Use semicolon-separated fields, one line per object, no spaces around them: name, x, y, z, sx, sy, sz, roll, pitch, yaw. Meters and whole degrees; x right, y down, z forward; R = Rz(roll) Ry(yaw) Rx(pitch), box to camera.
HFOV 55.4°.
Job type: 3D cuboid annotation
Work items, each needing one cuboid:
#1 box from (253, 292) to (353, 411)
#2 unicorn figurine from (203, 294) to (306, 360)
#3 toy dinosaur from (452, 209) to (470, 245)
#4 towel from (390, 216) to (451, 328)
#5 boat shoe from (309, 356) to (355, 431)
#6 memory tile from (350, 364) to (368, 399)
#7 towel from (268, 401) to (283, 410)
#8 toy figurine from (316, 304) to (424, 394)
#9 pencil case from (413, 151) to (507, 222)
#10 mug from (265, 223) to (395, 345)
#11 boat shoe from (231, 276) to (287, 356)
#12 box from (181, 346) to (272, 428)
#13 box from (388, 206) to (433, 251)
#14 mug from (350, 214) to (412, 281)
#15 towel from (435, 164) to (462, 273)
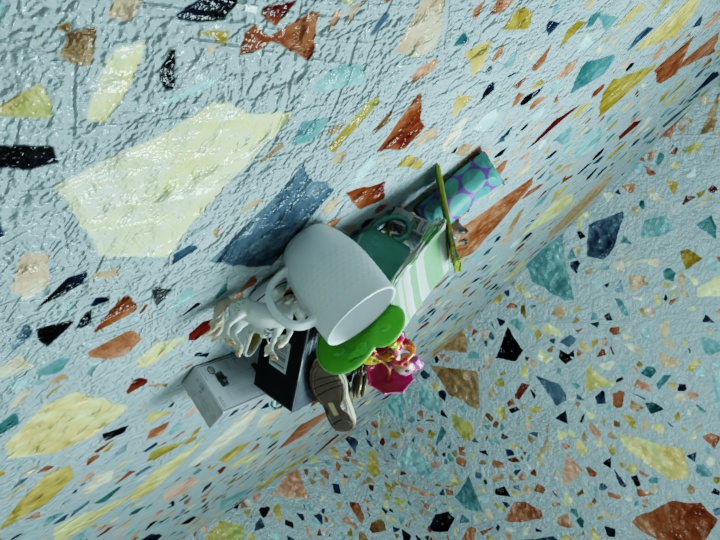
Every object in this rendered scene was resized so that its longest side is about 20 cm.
box;-0.099;0.149;1.409;0.195;0.123;0.203;-15;125;-50
unicorn figurine;-0.159;0.088;1.180;0.197;0.139;0.074;20;135;-17
toy dinosaur;0.181;-0.087;1.600;0.134;0.087;0.199;-6;161;-44
towel;0.113;0.014;1.308;0.201;0.023;0.154;-52;148;-28
boat shoe;-0.055;0.232;1.374;0.073;0.075;0.204;-4;128;9
memory tile;0.008;0.167;1.439;0.153;0.017;0.203;119;-19;-75
towel;-0.142;0.228;1.646;0.200;0.048;0.172;-42;-166;13
toy figurine;0.049;0.158;1.287;0.198;0.152;0.184;-20;136;32
pencil case;0.207;-0.157;1.449;0.199;0.085;0.093;-39;149;1
mug;-0.068;0.025;1.168;0.199;0.176;0.148;-31;159;-24
boat shoe;-0.179;0.098;1.284;0.074;0.086;0.202;-17;153;-51
box;-0.258;0.238;1.435;0.060;0.117;0.199;-48;162;31
box;0.115;-0.061;1.455;0.035;0.109;0.200;-61;169;-16
mug;0.018;-0.016;1.341;0.187;0.113;0.152;-68;-172;-31
towel;0.174;-0.101;1.347;0.018;0.203;0.086;-10;165;3
